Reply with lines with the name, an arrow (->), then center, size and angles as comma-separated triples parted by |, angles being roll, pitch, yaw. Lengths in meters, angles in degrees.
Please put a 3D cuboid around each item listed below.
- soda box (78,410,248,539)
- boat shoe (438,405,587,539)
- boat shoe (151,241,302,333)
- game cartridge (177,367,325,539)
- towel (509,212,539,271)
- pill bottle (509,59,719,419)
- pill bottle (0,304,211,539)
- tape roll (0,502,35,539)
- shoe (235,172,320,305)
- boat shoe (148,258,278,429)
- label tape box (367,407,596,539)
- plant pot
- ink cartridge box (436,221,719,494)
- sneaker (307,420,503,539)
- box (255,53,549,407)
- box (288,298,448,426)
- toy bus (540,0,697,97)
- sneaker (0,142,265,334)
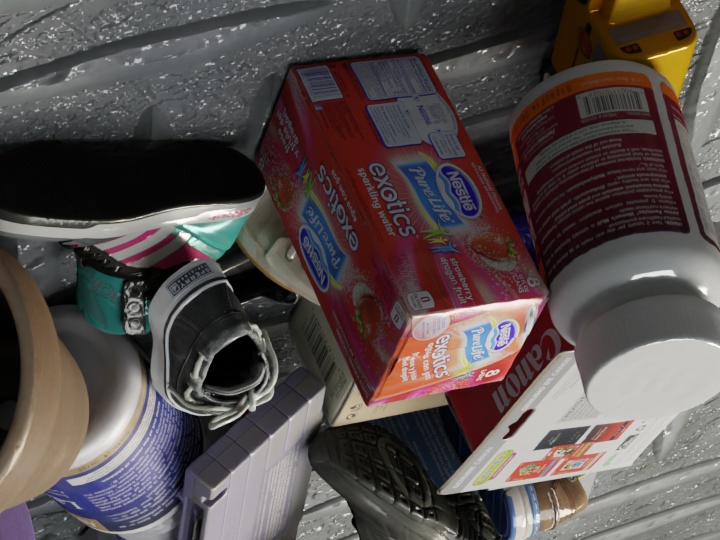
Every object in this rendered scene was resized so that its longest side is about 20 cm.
soda box -> -0.129, 0.174, 1.892 | 0.068, 0.064, 0.200 | 3, 140, -43
boat shoe -> 0.109, 0.118, 1.844 | 0.072, 0.201, 0.073 | -9, 136, -14
boat shoe -> -0.059, -0.006, 1.653 | 0.199, 0.067, 0.070 | -15, 150, -18
game cartridge -> -0.083, 0.166, 1.769 | 0.130, 0.038, 0.201 | -46, 159, -37
towel -> 0.108, -0.015, 1.723 | 0.199, 0.050, 0.147 | -8, 180, -27
pill bottle -> 0.159, -0.019, 1.516 | 0.109, 0.201, 0.110 | -7, 147, -5
pill bottle -> -0.171, 0.112, 1.704 | 0.115, 0.116, 0.200 | -28, 150, 4
tape roll -> -0.303, 0.159, 1.591 | 0.066, 0.201, 0.199 | -42, 147, 27
shoe -> 0.000, 0.000, 1.612 | 0.070, 0.200, 0.053 | -56, -172, -17
boat shoe -> -0.087, 0.060, 1.588 | 0.073, 0.068, 0.200 | -34, 161, -17
label tape box -> 0.109, 0.128, 1.918 | 0.199, 0.145, 0.063 | -29, 151, 8
plant pot -> -0.250, 0.080, 1.527 | 0.200, 0.201, 0.175 | -31, 160, 10
ink cartridge box -> 0.147, 0.062, 1.701 | 0.175, 0.084, 0.200 | -7, 150, -32
sneaker -> 0.025, 0.183, 1.801 | 0.091, 0.076, 0.200 | -37, 124, 22
box -> 0.022, -0.028, 1.542 | 0.099, 0.201, 0.096 | -9, 146, -26
box -> 0.060, 0.039, 1.792 | 0.199, 0.095, 0.078 | -8, 147, -27
toy bus -> 0.165, -0.132, 1.610 | 0.065, 0.079, 0.200 | -16, 150, -16
sneaker -> -0.163, -0.016, 1.547 | 0.199, 0.084, 0.121 | -3, 134, -36
